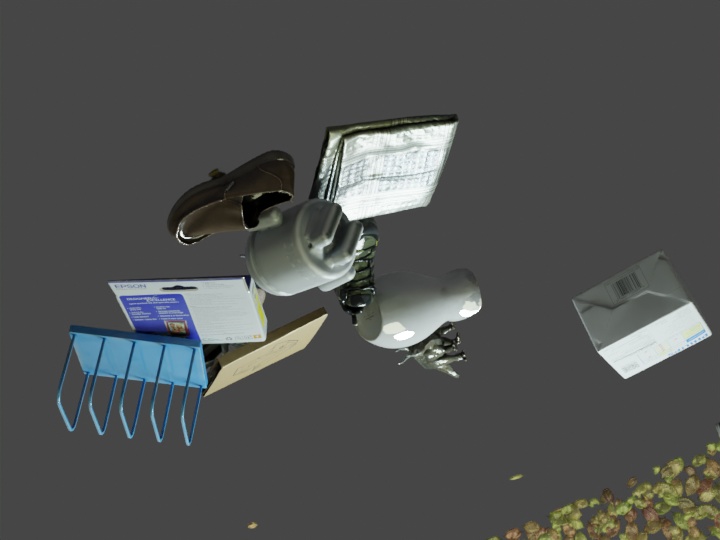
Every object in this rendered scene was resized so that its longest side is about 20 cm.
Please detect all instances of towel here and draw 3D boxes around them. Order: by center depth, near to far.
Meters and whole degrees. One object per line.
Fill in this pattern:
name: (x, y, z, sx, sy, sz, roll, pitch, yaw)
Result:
towel: (0.028, -0.137, 1.580, 0.198, 0.035, 0.193, -8, 149, -18)

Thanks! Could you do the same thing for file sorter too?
file sorter: (-0.343, 0.179, 1.723, 0.197, 0.124, 0.139, 6, 149, 1)

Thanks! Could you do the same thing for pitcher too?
pitcher: (0.075, 0.066, 1.879, 0.198, 0.123, 0.171, -11, 167, -37)

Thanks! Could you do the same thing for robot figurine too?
robot figurine: (-0.085, -0.030, 1.580, 0.169, 0.114, 0.199, 41, 143, -24)

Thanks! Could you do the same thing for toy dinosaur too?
toy dinosaur: (0.135, 0.146, 2.094, 0.101, 0.078, 0.200, -14, 157, 14)

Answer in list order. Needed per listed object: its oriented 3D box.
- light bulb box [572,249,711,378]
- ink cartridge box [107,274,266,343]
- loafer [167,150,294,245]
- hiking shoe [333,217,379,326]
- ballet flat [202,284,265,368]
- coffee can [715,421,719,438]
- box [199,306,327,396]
light bulb box: (0.537, 0.087, 2.166, 0.197, 0.126, 0.200, -29, 150, 15)
ink cartridge box: (-0.247, 0.047, 1.660, 0.195, 0.047, 0.201, -1, 147, 4)
loafer: (-0.171, -0.085, 1.508, 0.199, 0.072, 0.073, -30, 149, 18)
hiking shoe: (0.000, 0.000, 1.721, 0.075, 0.102, 0.201, -14, 150, -13)
ballet flat: (-0.211, 0.102, 1.796, 0.068, 0.068, 0.200, 13, 137, -43)
coffee can: (1.069, 0.430, 3.032, 0.199, 0.148, 0.146, -31, 149, 20)
box: (-0.158, 0.132, 1.840, 0.198, 0.021, 0.164, -25, 167, -26)
